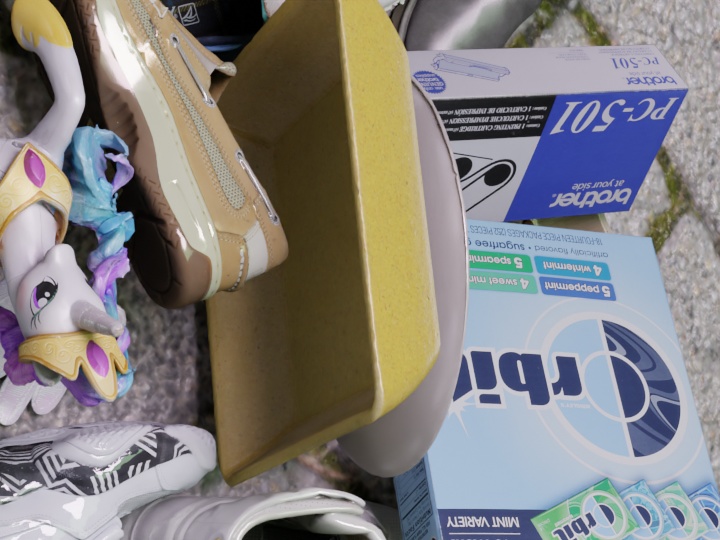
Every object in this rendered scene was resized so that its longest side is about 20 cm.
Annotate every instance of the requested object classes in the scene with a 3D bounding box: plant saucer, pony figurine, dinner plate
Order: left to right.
[{"bbox_3d":[-0.167,-0.014,0.692,0.165,0.193,0.202,-6,71,-41],"label":"pony figurine"},{"bbox_3d":[-0.020,-0.014,0.758,0.048,0.200,0.202,0,75,-23],"label":"plant saucer"},{"bbox_3d":[0.000,0.000,0.801,0.024,0.200,0.203,1,86,-24],"label":"dinner plate"}]

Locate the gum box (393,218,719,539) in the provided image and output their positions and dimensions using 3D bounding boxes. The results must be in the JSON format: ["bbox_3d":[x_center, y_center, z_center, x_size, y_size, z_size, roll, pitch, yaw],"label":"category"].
[{"bbox_3d":[0.095,0.070,0.862,0.168,0.045,0.202,5,57,-22],"label":"gum box"}]

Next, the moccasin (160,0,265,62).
[{"bbox_3d":[-0.061,-0.138,0.841,0.199,0.068,0.081,-34,107,-35],"label":"moccasin"}]

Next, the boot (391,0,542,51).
[{"bbox_3d":[0.117,-0.175,0.902,0.072,0.199,0.183,41,63,-28],"label":"boot"}]

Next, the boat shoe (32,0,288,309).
[{"bbox_3d":[-0.092,-0.082,0.737,0.076,0.072,0.202,-18,81,-31],"label":"boat shoe"}]

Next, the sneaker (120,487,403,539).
[{"bbox_3d":[-0.011,0.149,0.829,0.199,0.115,0.075,10,79,-39],"label":"sneaker"}]

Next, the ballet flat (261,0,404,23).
[{"bbox_3d":[0.015,-0.169,0.843,0.200,0.071,0.072,-45,115,-57],"label":"ballet flat"}]

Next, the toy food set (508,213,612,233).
[{"bbox_3d":[0.092,0.051,0.953,0.200,0.060,0.145,-36,109,-35],"label":"toy food set"}]

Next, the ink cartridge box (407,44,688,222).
[{"bbox_3d":[0.076,-0.074,0.904,0.198,0.095,0.044,-6,47,-27],"label":"ink cartridge box"}]

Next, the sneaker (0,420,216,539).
[{"bbox_3d":[-0.152,0.135,0.746,0.198,0.075,0.116,-9,93,-33],"label":"sneaker"}]
